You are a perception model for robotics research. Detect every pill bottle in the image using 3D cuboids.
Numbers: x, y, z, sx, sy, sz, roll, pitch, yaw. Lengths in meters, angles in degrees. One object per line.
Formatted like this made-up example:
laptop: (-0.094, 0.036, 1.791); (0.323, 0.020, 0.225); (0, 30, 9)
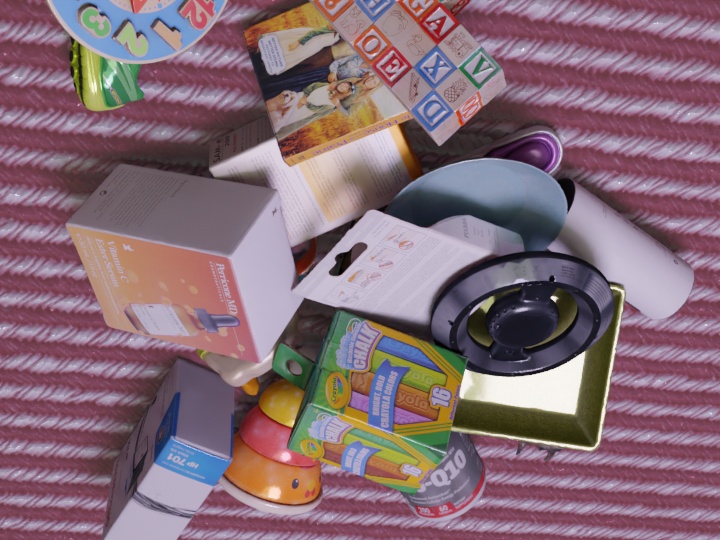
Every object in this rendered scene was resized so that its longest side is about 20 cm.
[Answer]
pill bottle: (0.073, 0.209, 1.293); (0.113, 0.114, 0.201); (-23, 122, 10)

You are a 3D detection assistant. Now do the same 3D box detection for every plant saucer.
plant saucer: (0.194, 0.098, 1.210); (0.198, 0.048, 0.202); (8, 103, 5)
plant saucer: (0.117, -0.062, 1.093); (0.199, 0.039, 0.202); (-4, 143, -3)

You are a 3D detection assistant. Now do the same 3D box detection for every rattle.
rattle: (-0.087, 0.055, 1.210); (0.200, 0.130, 0.143); (-49, 129, -5)

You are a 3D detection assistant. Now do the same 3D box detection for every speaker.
speaker: (0.286, -0.024, 1.181); (0.199, 0.081, 0.081); (31, 115, -23)

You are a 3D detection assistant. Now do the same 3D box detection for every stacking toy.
stacking toy: (-0.089, 0.184, 1.272); (0.145, 0.146, 0.202); (16, 105, -15)

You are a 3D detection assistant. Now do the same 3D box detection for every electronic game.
electronic game: (0.174, 0.051, 1.111); (0.198, 0.042, 0.201); (-2, 138, -2)

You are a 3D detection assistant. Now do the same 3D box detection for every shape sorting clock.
shape sorting clock: (-0.198, -0.289, 0.938); (0.199, 0.039, 0.202); (-22, 126, -33)

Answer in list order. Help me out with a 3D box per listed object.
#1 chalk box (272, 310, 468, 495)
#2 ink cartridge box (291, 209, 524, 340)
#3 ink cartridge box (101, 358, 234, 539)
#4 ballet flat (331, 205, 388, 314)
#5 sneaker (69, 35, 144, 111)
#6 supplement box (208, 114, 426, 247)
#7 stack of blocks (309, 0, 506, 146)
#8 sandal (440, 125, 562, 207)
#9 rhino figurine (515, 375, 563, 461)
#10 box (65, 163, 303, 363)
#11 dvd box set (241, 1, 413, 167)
chalk box: (-0.003, 0.137, 1.120); (0.198, 0.125, 0.125); (19, 145, -2)
ink cartridge box: (0.050, -0.005, 1.091); (0.199, 0.050, 0.161); (20, 136, -27)
ink cartridge box: (-0.234, 0.234, 1.263); (0.085, 0.147, 0.201); (26, 117, -21)
ballet flat: (0.000, 0.000, 1.175); (0.069, 0.071, 0.201); (19, 122, 9)
sneaker: (-0.237, -0.256, 1.004); (0.083, 0.074, 0.202); (-8, 123, -33)
supplement box: (-0.046, -0.114, 1.098); (0.199, 0.074, 0.127); (-23, 121, 8)
stack of blocks: (0.048, -0.231, 0.961); (0.115, 0.059, 0.200); (-41, 77, 6)
sandal: (0.131, -0.091, 1.137); (0.202, 0.050, 0.083); (-36, 111, 12)
rhino figurine: (0.213, 0.172, 1.312); (0.087, 0.060, 0.201); (-9, 126, 21)
box: (-0.179, -0.009, 1.078); (0.198, 0.107, 0.153); (11, 135, 23)
dvd box set: (-0.004, -0.206, 1.017); (0.198, 0.029, 0.148); (-19, 79, 9)
